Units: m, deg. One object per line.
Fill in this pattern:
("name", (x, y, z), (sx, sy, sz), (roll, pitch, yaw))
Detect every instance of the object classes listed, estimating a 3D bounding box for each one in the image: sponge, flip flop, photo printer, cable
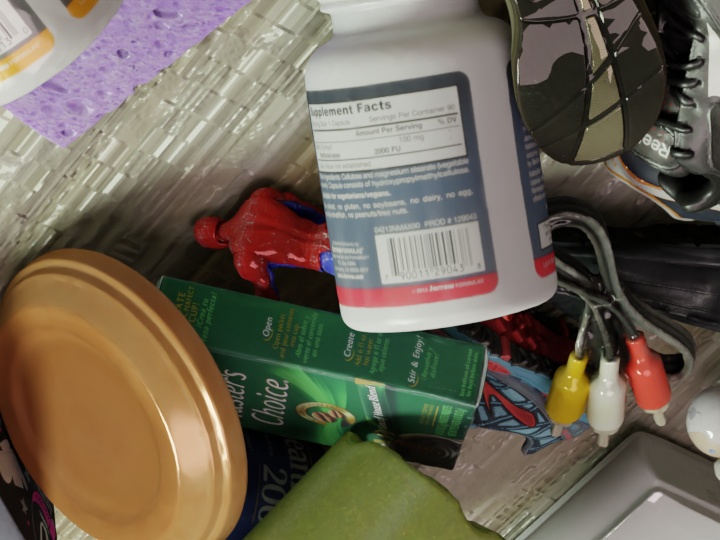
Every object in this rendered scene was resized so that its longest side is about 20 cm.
("sponge", (-0.129, -0.156, 1.251), (0.200, 0.030, 0.111), (-36, 129, 21))
("flip flop", (0.101, -0.146, 1.194), (0.081, 0.058, 0.201), (-18, 116, 13))
("photo printer", (0.189, 0.213, 1.637), (0.166, 0.070, 0.200), (26, 123, -31))
("cable", (0.149, 0.032, 1.374), (0.096, 0.051, 0.200), (-9, 143, 5))

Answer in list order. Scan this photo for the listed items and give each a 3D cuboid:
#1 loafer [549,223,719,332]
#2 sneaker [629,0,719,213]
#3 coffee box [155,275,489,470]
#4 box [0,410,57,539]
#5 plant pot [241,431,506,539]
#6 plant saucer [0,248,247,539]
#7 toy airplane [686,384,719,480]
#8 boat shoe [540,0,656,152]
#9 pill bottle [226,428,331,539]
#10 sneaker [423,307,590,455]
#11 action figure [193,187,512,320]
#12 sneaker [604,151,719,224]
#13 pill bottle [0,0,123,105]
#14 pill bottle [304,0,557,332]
("loafer", (0.146, 0.007, 1.427), (0.199, 0.068, 0.071), (3, 106, -18))
("sneaker", (0.180, -0.105, 1.232), (0.098, 0.071, 0.201), (-35, 140, -12))
("coffee box", (-0.030, 0.065, 1.408), (0.199, 0.044, 0.123), (13, 156, -1))
("box", (-0.276, 0.122, 1.425), (0.131, 0.115, 0.201), (-16, 134, 4))
("plant pot", (-0.009, 0.206, 1.388), (0.185, 0.200, 0.200), (-53, 130, -10))
("plant saucer", (-0.150, 0.085, 1.375), (0.037, 0.200, 0.201), (-32, 150, -41))
("toy airplane", (0.270, 0.078, 1.445), (0.140, 0.200, 0.201), (-2, 128, -7))
("boat shoe", (0.098, -0.104, 1.327), (0.201, 0.061, 0.072), (-30, 168, 20))
("pill bottle", (-0.052, 0.160, 1.509), (0.199, 0.111, 0.111), (15, 129, -24))
("sneaker", (0.076, 0.063, 1.466), (0.095, 0.080, 0.200), (-36, 129, 25))
("action figure", (0.000, 0.000, 1.385), (0.199, 0.066, 0.099), (9, 155, 15))
("sneaker", (0.236, -0.063, 1.375), (0.199, 0.079, 0.079), (16, 162, -21))
("pill bottle", (-0.211, -0.185, 1.133), (0.116, 0.117, 0.200), (-29, 118, 16))
("pill bottle", (0.034, -0.076, 1.248), (0.119, 0.120, 0.201), (-9, 97, -3))
